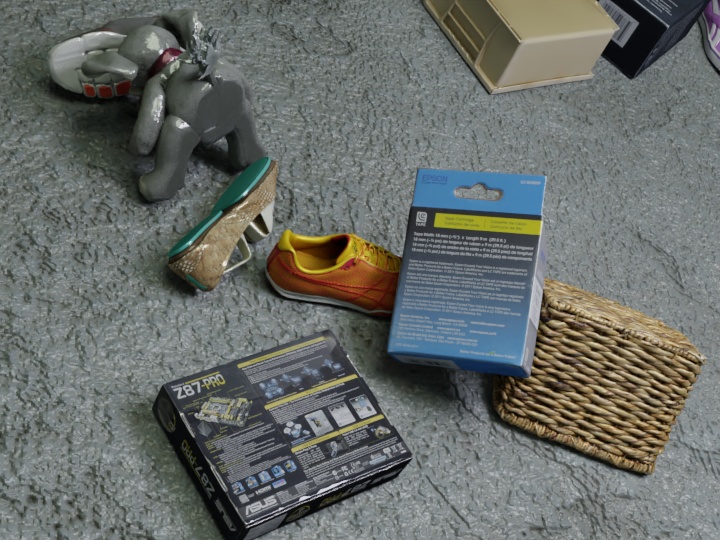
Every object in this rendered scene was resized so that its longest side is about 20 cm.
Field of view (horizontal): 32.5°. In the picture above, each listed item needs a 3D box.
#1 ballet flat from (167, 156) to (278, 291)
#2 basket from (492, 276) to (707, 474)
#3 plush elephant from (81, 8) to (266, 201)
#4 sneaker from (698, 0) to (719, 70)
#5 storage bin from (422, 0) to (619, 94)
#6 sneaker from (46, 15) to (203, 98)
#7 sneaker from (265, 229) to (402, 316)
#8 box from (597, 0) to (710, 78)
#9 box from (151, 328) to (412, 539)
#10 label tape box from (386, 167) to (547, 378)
[{"bbox_3d":[-0.133,-0.045,1.313,0.065,0.070,0.200,53,46,-16],"label":"ballet flat"},{"bbox_3d":[0.249,0.108,1.363,0.200,0.149,0.143,20,13,-10],"label":"basket"},{"bbox_3d":[-0.208,-0.198,1.339,0.165,0.200,0.155,-30,51,-33],"label":"plush elephant"},{"bbox_3d":[0.590,-0.388,1.928,0.072,0.114,0.201,8,50,-23],"label":"sneaker"},{"bbox_3d":[0.221,-0.359,1.732,0.200,0.094,0.199,-14,59,-35],"label":"storage bin"},{"bbox_3d":[-0.277,-0.251,1.419,0.200,0.077,0.082,-18,35,-38],"label":"sneaker"},{"bbox_3d":[0.000,0.000,1.321,0.200,0.077,0.073,4,49,-26],"label":"sneaker"},{"bbox_3d":[0.420,-0.403,1.858,0.148,0.107,0.200,42,47,12],"label":"box"},{"bbox_3d":[-0.072,0.153,1.171,0.200,0.049,0.161,-17,63,-36],"label":"box"},{"bbox_3d":[0.117,0.002,1.283,0.144,0.063,0.201,6,76,20],"label":"label tape box"}]
